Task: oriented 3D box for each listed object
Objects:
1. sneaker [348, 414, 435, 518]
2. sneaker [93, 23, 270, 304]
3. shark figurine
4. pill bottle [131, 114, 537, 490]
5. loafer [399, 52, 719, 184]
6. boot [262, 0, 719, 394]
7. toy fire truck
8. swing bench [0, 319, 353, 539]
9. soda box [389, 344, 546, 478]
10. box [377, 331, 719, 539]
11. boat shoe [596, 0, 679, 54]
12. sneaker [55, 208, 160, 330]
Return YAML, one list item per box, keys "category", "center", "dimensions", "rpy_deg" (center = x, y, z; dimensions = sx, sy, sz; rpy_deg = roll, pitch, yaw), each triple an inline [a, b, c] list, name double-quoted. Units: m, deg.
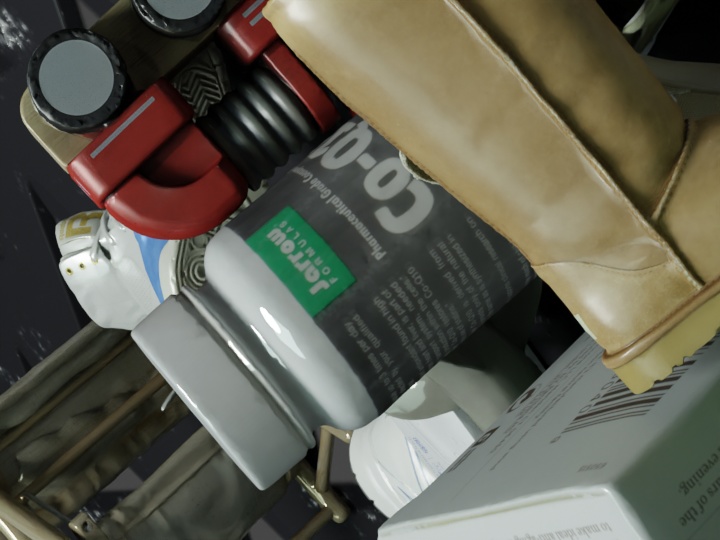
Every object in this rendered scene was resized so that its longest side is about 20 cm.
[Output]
- category: "sneaker"
  center: [0.075, 0.154, 1.054]
  dimensions: [0.200, 0.074, 0.087]
  rpy_deg: [47, 145, 5]
- category: "sneaker"
  center: [-0.104, -0.046, 0.970]
  dimensions: [0.111, 0.076, 0.202]
  rpy_deg: [3, 112, 62]
- category: "shark figurine"
  center: [0.017, 0.041, 0.891]
  dimensions: [0.212, 0.130, 0.090]
  rpy_deg: [14, -171, -1]
- category: "pill bottle"
  center: [0.000, 0.000, 0.812]
  dimensions: [0.113, 0.200, 0.113]
  rpy_deg: [47, 172, 9]
- category: "loafer"
  center: [0.103, -0.046, 0.710]
  dimensions: [0.198, 0.069, 0.076]
  rpy_deg: [4, 150, 14]
- category: "boot"
  center: [0.091, -0.078, 0.634]
  dimensions: [0.200, 0.175, 0.066]
  rpy_deg: [48, -171, -4]
- category: "toy fire truck"
  center: [-0.044, -0.069, 0.872]
  dimensions: [0.200, 0.176, 0.129]
  rpy_deg: [47, 174, -4]
- category: "swing bench"
  center: [-0.137, 0.135, 1.186]
  dimensions: [0.199, 0.199, 0.130]
  rpy_deg: [38, 148, 20]
- category: "soda box"
  center: [0.037, 0.038, 0.976]
  dimensions: [0.201, 0.068, 0.063]
  rpy_deg: [54, 150, -5]
- category: "box"
  center: [0.158, 0.108, 0.760]
  dimensions: [0.172, 0.199, 0.200]
  rpy_deg: [52, 152, -6]
- category: "boat shoe"
  center: [0.096, -0.119, 0.725]
  dimensions: [0.072, 0.062, 0.200]
  rpy_deg: [47, 151, 5]
- category: "sneaker"
  center: [-0.145, -0.031, 1.101]
  dimensions: [0.114, 0.074, 0.201]
  rpy_deg: [4, 133, 15]
